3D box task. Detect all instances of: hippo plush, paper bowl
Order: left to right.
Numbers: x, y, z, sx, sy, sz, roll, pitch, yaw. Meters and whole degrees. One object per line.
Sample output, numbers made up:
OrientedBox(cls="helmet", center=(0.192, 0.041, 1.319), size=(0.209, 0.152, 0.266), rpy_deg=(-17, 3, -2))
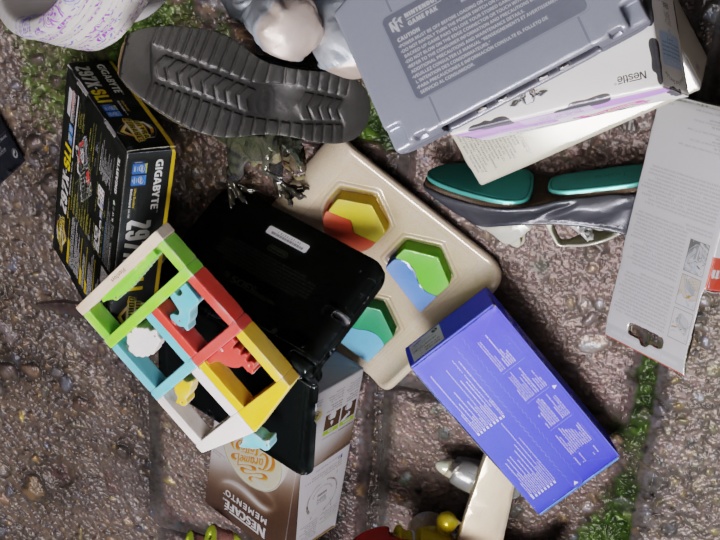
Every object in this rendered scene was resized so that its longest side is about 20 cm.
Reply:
OrientedBox(cls="paper bowl", center=(-0.209, -0.275, 1.117), size=(0.200, 0.104, 0.202), rpy_deg=(-8, 80, 49))
OrientedBox(cls="hippo plush", center=(-0.028, -0.254, 1.103), size=(0.200, 0.159, 0.161), rpy_deg=(39, 114, 45))

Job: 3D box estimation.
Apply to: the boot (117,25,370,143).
OrientedBox(cls="boot", center=(-0.108, -0.146, 1.129), size=(0.199, 0.138, 0.078), rpy_deg=(16, 95, -24))

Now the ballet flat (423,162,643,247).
OrientedBox(cls="ballet flat", center=(0.151, -0.051, 1.178), size=(0.199, 0.073, 0.073), rpy_deg=(1, 119, 16))

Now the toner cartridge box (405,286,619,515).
OrientedBox(cls="toner cartridge box", center=(0.138, 0.119, 1.262), size=(0.095, 0.043, 0.200), rpy_deg=(-37, 111, 10))

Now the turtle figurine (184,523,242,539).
OrientedBox(cls="turtle figurine", center=(-0.088, 0.295, 1.409), size=(0.161, 0.065, 0.200), rpy_deg=(21, 169, -26))

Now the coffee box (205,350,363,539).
OrientedBox(cls="coffee box", center=(-0.076, 0.161, 1.351), size=(0.114, 0.080, 0.201), rpy_deg=(30, 127, 30))

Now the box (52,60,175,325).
OrientedBox(cls="box", center=(-0.224, -0.062, 1.256), size=(0.049, 0.160, 0.201), rpy_deg=(-7, 127, -28))

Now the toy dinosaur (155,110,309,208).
OrientedBox(cls="toy dinosaur", center=(-0.097, -0.097, 1.232), size=(0.200, 0.047, 0.088), rpy_deg=(17, 142, 43))

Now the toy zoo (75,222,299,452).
OrientedBox(cls="toy zoo", center=(-0.138, 0.072, 1.189), size=(0.200, 0.020, 0.131), rpy_deg=(49, 127, -3))

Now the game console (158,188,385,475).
OrientedBox(cls="game console", center=(-0.084, 0.051, 1.260), size=(0.200, 0.176, 0.117), rpy_deg=(27, 162, 32))

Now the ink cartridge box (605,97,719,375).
OrientedBox(cls="ink cartridge box", center=(0.260, -0.028, 1.089), size=(0.050, 0.109, 0.201), rpy_deg=(5, 103, -27))

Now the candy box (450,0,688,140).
OrientedBox(cls="candy box", center=(0.138, -0.210, 1.033), size=(0.167, 0.071, 0.201), rpy_deg=(-11, 86, 27))

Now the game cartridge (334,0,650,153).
OrientedBox(cls="game cartridge", center=(0.087, -0.185, 0.988), size=(0.199, 0.040, 0.134), rpy_deg=(-26, 84, 17))

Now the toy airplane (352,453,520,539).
OrientedBox(cls="toy airplane", center=(0.097, 0.279, 1.362), size=(0.200, 0.141, 0.199), rpy_deg=(-35, 119, -6))

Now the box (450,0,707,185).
OrientedBox(cls="box", center=(0.167, -0.149, 1.115), size=(0.199, 0.068, 0.082), rpy_deg=(-22, 109, 28))

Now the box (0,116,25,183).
OrientedBox(cls="box", center=(-0.456, -0.138, 1.303), size=(0.199, 0.123, 0.199), rpy_deg=(-15, 114, 24))

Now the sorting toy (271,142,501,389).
OrientedBox(cls="sorting toy", center=(0.000, 0.000, 1.277), size=(0.200, 0.037, 0.185), rpy_deg=(40, 124, -6))
